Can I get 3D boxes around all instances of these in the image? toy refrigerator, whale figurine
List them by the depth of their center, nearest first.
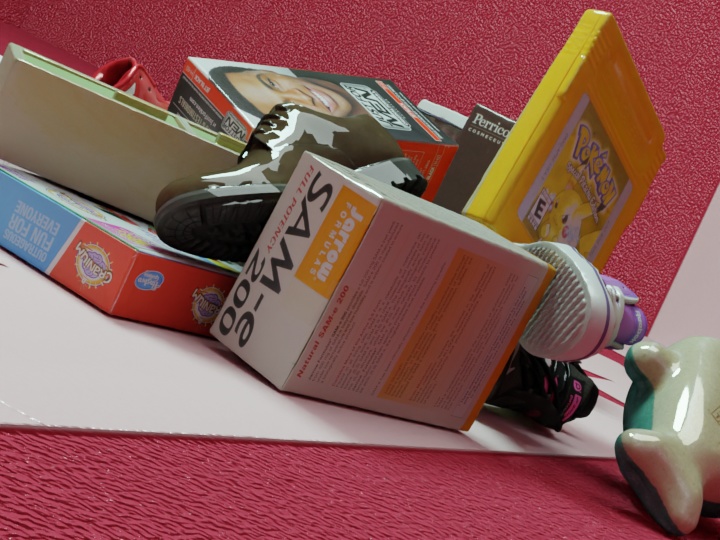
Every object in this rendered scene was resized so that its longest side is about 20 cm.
[{"bbox_3d":[-0.145,-0.078,1.087,0.199,0.070,0.076,23,8,-19],"label":"toy refrigerator"},{"bbox_3d":[0.220,0.126,1.151,0.159,0.104,0.200,56,33,5],"label":"whale figurine"}]

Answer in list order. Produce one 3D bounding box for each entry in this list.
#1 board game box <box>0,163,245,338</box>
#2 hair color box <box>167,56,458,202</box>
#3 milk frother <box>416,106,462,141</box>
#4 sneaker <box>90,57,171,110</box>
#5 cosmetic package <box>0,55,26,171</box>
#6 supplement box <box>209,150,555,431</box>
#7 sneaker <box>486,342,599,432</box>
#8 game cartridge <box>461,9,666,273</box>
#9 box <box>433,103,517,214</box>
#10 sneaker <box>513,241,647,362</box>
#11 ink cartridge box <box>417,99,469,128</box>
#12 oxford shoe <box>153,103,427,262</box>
[{"bbox_3d":[-0.133,-0.006,1.052,0.153,0.040,0.200,28,6,35],"label":"board game box"},{"bbox_3d":[-0.035,-0.101,1.243,0.199,0.061,0.102,0,36,-42],"label":"hair color box"},{"bbox_3d":[-0.033,-0.096,1.624,0.199,0.189,0.180,22,5,-30],"label":"milk frother"},{"bbox_3d":[-0.133,-0.106,1.261,0.199,0.116,0.078,-16,17,-40],"label":"sneaker"},{"bbox_3d":[-0.280,-0.121,1.326,0.199,0.081,0.113,26,5,31],"label":"cosmetic package"},{"bbox_3d":[0.018,0.018,1.028,0.073,0.126,0.200,34,9,37],"label":"supplement box"},{"bbox_3d":[0.131,0.077,1.261,0.083,0.077,0.200,23,5,26],"label":"sneaker"},{"bbox_3d":[0.166,-0.070,1.294,0.032,0.200,0.176,20,-21,37],"label":"game cartridge"},{"bbox_3d":[0.096,-0.021,1.355,0.100,0.201,0.075,26,-8,23],"label":"box"},{"bbox_3d":[0.159,0.025,1.142,0.114,0.073,0.200,18,8,-14],"label":"sneaker"},{"bbox_3d":[0.069,-0.063,1.705,0.067,0.201,0.116,21,6,-33],"label":"ink cartridge box"},{"bbox_3d":[-0.055,-0.058,1.033,0.199,0.073,0.085,-14,66,-45],"label":"oxford shoe"}]
